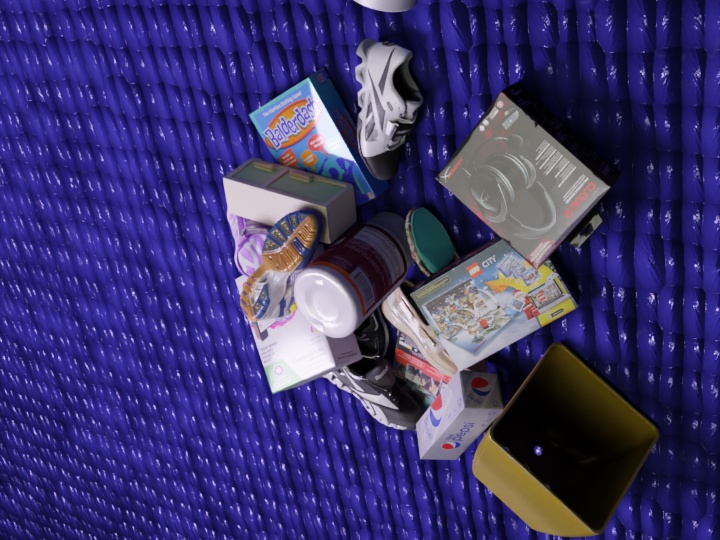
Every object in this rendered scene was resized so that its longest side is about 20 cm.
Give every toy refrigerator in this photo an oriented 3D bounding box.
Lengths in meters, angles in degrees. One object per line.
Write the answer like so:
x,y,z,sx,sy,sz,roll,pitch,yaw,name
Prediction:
-0.108,-0.111,1.392,0.198,0.076,0.071,18,130,30,toy refrigerator

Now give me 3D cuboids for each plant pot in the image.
0.276,0.268,1.342,0.199,0.200,0.177,41,147,7,plant pot

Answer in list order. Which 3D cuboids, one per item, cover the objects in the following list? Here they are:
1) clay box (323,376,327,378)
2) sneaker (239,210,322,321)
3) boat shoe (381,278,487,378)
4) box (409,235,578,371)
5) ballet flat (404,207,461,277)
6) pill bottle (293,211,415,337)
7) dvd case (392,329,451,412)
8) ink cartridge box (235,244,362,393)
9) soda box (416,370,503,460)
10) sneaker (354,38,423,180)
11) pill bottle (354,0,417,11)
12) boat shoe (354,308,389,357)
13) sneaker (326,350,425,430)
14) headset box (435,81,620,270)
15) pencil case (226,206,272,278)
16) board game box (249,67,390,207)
-0.069,0.091,1.587,0.113,0.048,0.203,14,125,31,clay box
-0.104,-0.009,1.366,0.201,0.087,0.076,-54,55,29,sneaker
0.121,0.093,1.422,0.200,0.072,0.065,42,135,12,boat shoe
0.188,0.036,1.293,0.198,0.038,0.138,-31,98,20,box
0.121,0.001,1.359,0.201,0.075,0.064,56,154,-3,ballet flat
0.000,0.000,1.357,0.113,0.200,0.116,20,129,26,pill bottle
0.115,0.200,1.536,0.144,0.022,0.202,26,131,22,dvd case
-0.102,0.077,1.486,0.144,0.083,0.203,-26,79,33,ink cartridge box
0.151,0.229,1.430,0.067,0.064,0.201,5,146,-16,soda box
0.045,-0.213,1.265,0.087,0.074,0.203,16,128,32,sneaker
0.043,-0.423,1.092,0.113,0.114,0.202,29,133,18,pill bottle
0.000,0.077,1.511,0.075,0.060,0.203,11,125,32,boat shoe
0.032,0.191,1.517,0.199,0.067,0.091,36,141,0,sneaker
0.220,-0.114,1.171,0.200,0.077,0.149,44,122,7,headset box
-0.172,-0.058,1.464,0.085,0.200,0.084,36,101,-23,pencil case
-0.064,-0.183,1.393,0.151,0.045,0.202,-20,105,45,board game box
